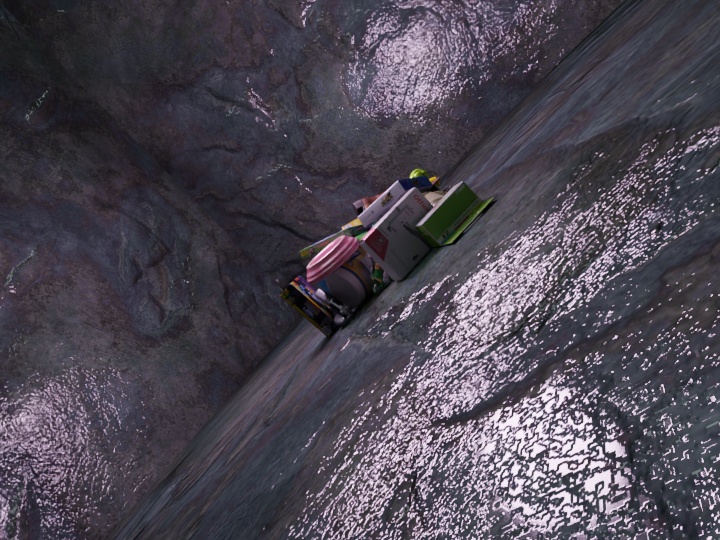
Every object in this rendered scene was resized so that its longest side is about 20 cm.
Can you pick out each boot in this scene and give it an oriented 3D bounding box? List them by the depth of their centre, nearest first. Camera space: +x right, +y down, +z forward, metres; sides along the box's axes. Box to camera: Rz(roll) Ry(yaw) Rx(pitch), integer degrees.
[{"bbox_3d":[0.238,-0.185,1.589,0.155,0.198,0.074,22,107,53],"label":"boot"},{"bbox_3d":[0.097,-0.202,1.892,0.198,0.069,0.189,-23,44,-12],"label":"boot"}]

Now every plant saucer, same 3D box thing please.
[{"bbox_3d":[-0.091,-0.039,1.688,0.200,0.051,0.201,-38,11,9],"label":"plant saucer"}]

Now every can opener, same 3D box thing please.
[{"bbox_3d":[-0.087,0.113,1.679,0.067,0.053,0.199,-57,32,-5],"label":"can opener"}]

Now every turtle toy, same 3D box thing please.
[{"bbox_3d":[0.222,-0.265,1.959,0.144,0.202,0.101,-23,27,3],"label":"turtle toy"}]

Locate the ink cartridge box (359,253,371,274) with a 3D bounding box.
[{"bbox_3d":[0.096,-0.055,1.611,0.200,0.100,0.039,-42,-2,29],"label":"ink cartridge box"}]

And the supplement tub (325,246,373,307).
[{"bbox_3d":[0.000,0.000,1.741,0.200,0.145,0.145,-48,5,-35],"label":"supplement tub"}]

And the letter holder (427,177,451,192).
[{"bbox_3d":[0.226,-0.203,1.808,0.200,0.101,0.142,-46,6,-17],"label":"letter holder"}]

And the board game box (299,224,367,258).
[{"bbox_3d":[-0.087,-0.097,1.836,0.198,0.029,0.134,-24,-1,27],"label":"board game box"}]

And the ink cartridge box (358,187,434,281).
[{"bbox_3d":[0.116,-0.094,1.453,0.200,0.147,0.083,-46,5,-10],"label":"ink cartridge box"}]

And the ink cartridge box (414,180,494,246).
[{"bbox_3d":[0.217,-0.135,1.313,0.148,0.076,0.200,-46,2,-2],"label":"ink cartridge box"}]

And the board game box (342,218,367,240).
[{"bbox_3d":[0.056,-0.141,1.912,0.199,0.153,0.041,-30,-43,-8],"label":"board game box"}]

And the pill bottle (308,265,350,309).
[{"bbox_3d":[-0.082,0.033,1.877,0.111,0.200,0.111,-45,4,4],"label":"pill bottle"}]

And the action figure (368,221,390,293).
[{"bbox_3d":[0.060,-0.034,1.565,0.054,0.203,0.117,3,6,-43],"label":"action figure"}]

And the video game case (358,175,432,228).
[{"bbox_3d":[0.109,-0.213,1.711,0.181,0.046,0.199,-41,-11,32],"label":"video game case"}]

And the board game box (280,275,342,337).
[{"bbox_3d":[-0.149,0.111,1.768,0.057,0.200,0.165,-48,4,9],"label":"board game box"}]
